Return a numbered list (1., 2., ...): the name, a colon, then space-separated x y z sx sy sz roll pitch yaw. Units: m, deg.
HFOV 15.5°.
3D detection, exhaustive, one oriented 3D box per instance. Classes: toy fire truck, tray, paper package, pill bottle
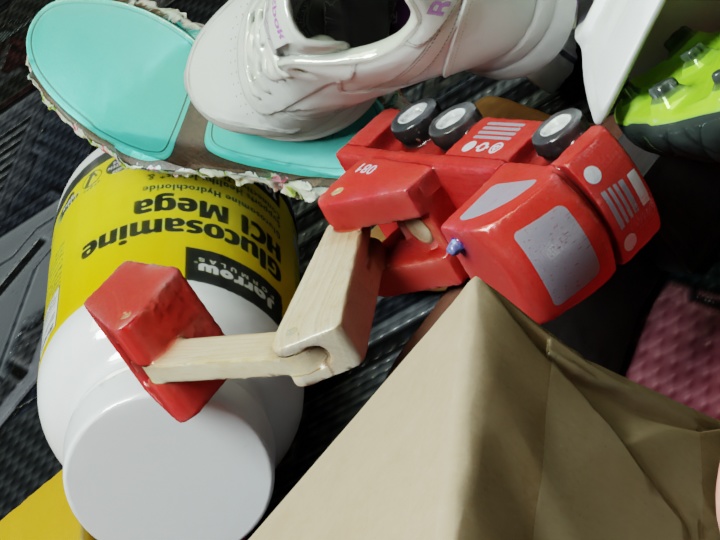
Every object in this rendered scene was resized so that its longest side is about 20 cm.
1. toy fire truck: 0.000 0.000 0.957 0.141 0.049 0.200 -43 26 -21
2. tray: 0.121 -0.157 0.944 0.107 0.022 0.201 -73 8 -65
3. paper package: 0.014 0.138 0.783 0.200 0.103 0.191 -51 19 33
4. pill bottle: -0.080 0.030 1.132 0.112 0.112 0.200 -38 27 18

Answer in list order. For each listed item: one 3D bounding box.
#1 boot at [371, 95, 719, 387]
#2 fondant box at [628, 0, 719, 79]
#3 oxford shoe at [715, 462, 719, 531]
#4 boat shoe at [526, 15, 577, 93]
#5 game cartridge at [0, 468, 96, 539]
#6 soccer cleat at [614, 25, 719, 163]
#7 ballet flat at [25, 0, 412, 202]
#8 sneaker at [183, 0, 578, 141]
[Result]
1. boot: 0.036 0.001 1.048 0.189 0.068 0.200 -53 25 -12
2. fondant box: 0.164 -0.171 1.023 0.200 0.058 0.145 -70 4 -51
3. oxford shoe: 0.177 0.010 0.744 0.200 0.071 0.074 -51 28 -10
4. boat shoe: 0.075 -0.148 1.198 0.065 0.074 0.200 -43 26 17
5. game cartridge: -0.172 0.190 1.143 0.176 0.032 0.200 -40 23 14
6. soccer cleat: 0.162 -0.049 0.900 0.068 0.081 0.200 -45 22 -25
7. ballet flat: -0.055 -0.065 1.128 0.199 0.064 0.076 22 88 29
8. sneaker: -0.014 -0.099 1.005 0.200 0.099 0.075 -14 78 48
